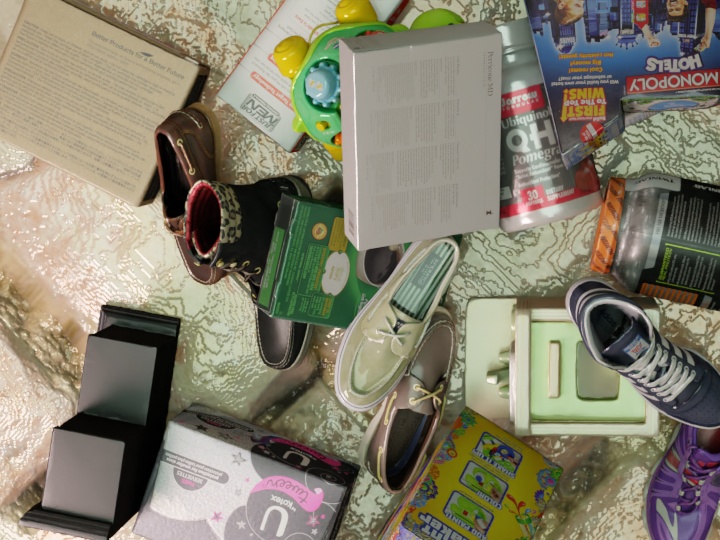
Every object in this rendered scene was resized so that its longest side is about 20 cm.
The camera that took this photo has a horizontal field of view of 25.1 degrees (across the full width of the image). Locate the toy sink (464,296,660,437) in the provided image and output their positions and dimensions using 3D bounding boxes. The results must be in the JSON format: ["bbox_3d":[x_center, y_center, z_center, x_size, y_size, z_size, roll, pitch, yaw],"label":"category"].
[{"bbox_3d":[0.202,0.096,1.640,0.198,0.112,0.132,1,95,7],"label":"toy sink"}]

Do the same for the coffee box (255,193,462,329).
[{"bbox_3d":[0.000,0.000,1.640,0.199,0.044,0.124,9,98,-29],"label":"coffee box"}]

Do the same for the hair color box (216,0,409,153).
[{"bbox_3d":[-0.048,-0.231,1.665,0.101,0.061,0.200,38,98,1],"label":"hair color box"}]

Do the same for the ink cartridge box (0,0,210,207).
[{"bbox_3d":[-0.279,-0.182,1.691,0.199,0.075,0.166,27,97,4],"label":"ink cartridge box"}]

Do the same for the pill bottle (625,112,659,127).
[{"bbox_3d":[0.307,-0.219,1.599,0.199,0.109,0.110,-23,92,8],"label":"pill bottle"}]

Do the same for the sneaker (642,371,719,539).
[{"bbox_3d":[0.340,0.202,1.649,0.080,0.083,0.202,14,98,6],"label":"sneaker"}]

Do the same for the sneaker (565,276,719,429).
[{"bbox_3d":[0.277,0.087,1.527,0.200,0.109,0.070,40,96,-2],"label":"sneaker"}]

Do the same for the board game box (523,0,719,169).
[{"bbox_3d":[0.243,-0.200,1.522,0.198,0.062,0.202,0,80,13],"label":"board game box"}]

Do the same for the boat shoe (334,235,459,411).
[{"bbox_3d":[0.034,0.047,1.598,0.072,0.062,0.201,28,87,-3],"label":"boat shoe"}]

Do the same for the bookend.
[{"bbox_3d":[-0.263,0.152,1.659,0.091,0.200,0.201,10,97,5],"label":"bookend"}]

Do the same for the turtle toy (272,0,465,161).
[{"bbox_3d":[0.017,-0.192,1.591,0.199,0.101,0.146,-35,122,-3],"label":"turtle toy"}]

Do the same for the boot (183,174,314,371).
[{"bbox_3d":[-0.116,0.003,1.645,0.073,0.153,0.206,3,92,35],"label":"boot"}]

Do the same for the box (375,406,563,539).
[{"bbox_3d":[0.082,0.281,1.596,0.121,0.193,0.201,32,128,3],"label":"box"}]

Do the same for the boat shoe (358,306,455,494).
[{"bbox_3d":[0.056,0.135,1.664,0.071,0.060,0.201,11,112,-29],"label":"boat shoe"}]

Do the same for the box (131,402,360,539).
[{"bbox_3d":[-0.117,0.237,1.692,0.198,0.115,0.133,20,98,4],"label":"box"}]

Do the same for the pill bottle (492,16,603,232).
[{"bbox_3d":[0.167,-0.147,1.622,0.110,0.111,0.202,-15,94,8],"label":"pill bottle"}]

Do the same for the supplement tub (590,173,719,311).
[{"bbox_3d":[0.335,-0.026,1.607,0.198,0.123,0.124,13,97,5],"label":"supplement tub"}]

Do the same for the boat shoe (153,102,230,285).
[{"bbox_3d":[-0.177,-0.070,1.660,0.070,0.070,0.202,11,123,31],"label":"boat shoe"}]

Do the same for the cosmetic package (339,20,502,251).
[{"bbox_3d":[0.058,-0.129,1.547,0.149,0.052,0.202,-8,116,-15],"label":"cosmetic package"}]
